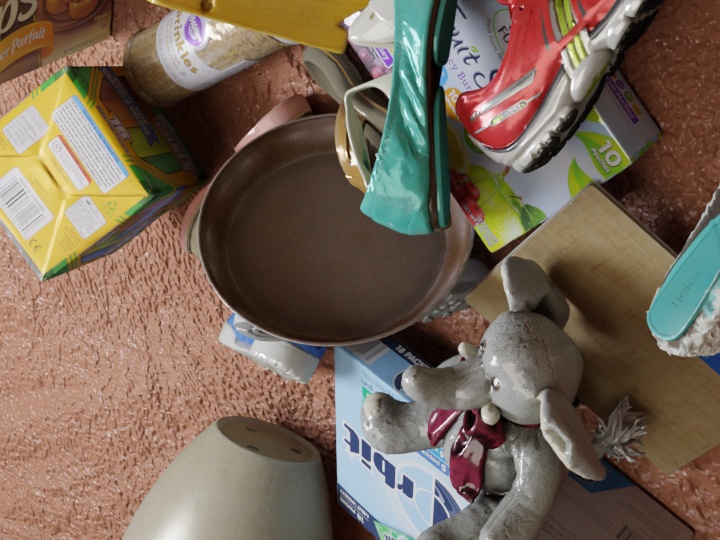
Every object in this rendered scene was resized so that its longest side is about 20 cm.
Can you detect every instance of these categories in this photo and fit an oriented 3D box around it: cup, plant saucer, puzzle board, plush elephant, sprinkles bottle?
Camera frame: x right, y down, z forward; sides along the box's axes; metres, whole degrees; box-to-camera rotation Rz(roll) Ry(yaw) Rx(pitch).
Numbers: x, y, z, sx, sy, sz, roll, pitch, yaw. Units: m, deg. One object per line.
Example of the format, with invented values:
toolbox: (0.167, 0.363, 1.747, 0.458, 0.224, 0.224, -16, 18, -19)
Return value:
cup: (-0.105, 0.218, 1.182, 0.199, 0.200, 0.145, 24, 100, 29)
plant saucer: (-0.017, -0.026, 0.938, 0.199, 0.200, 0.032, 32, 154, 22)
puzzle board: (0.187, 0.043, 0.888, 0.200, 0.017, 0.151, 40, 136, -5)
plush elephant: (0.092, 0.091, 0.862, 0.198, 0.166, 0.156, -16, 136, 3)
sprinkles bottle: (-0.103, -0.183, 0.999, 0.199, 0.068, 0.069, -16, 104, 46)

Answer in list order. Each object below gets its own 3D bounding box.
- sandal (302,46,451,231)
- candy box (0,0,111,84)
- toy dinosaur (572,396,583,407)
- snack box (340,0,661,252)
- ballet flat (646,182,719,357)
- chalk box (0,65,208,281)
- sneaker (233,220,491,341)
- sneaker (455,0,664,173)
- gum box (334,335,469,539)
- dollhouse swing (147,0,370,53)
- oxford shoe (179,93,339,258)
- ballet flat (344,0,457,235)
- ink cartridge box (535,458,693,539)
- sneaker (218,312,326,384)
sandal: (0.004, -0.090, 0.917, 0.200, 0.054, 0.081, 52, 175, 36)
candy box: (-0.285, -0.217, 1.044, 0.055, 0.200, 0.116, 31, 132, 23)
toy dinosaur: (0.124, 0.083, 0.980, 0.088, 0.047, 0.201, 48, 134, 17)
snack box: (0.088, -0.131, 0.872, 0.142, 0.053, 0.201, -35, 90, 46)
ballet flat: (0.244, -0.031, 0.783, 0.072, 0.072, 0.201, 37, 115, 18)
chalk box: (-0.219, -0.089, 1.097, 0.123, 0.200, 0.125, -35, 93, 14)
sneaker: (0.000, 0.000, 0.972, 0.077, 0.198, 0.081, 97, 168, -68)
sneaker: (0.123, -0.155, 0.764, 0.085, 0.077, 0.201, 36, 106, 10)
gum box: (0.049, 0.163, 1.056, 0.169, 0.044, 0.201, 36, 143, 33)
dollhouse swing: (-0.062, -0.269, 0.885, 0.180, 0.176, 0.202, 14, 101, -4)
oxford shoe: (-0.085, -0.056, 1.061, 0.074, 0.071, 0.200, 48, 137, 3)
ballet flat: (0.025, -0.123, 0.803, 0.070, 0.067, 0.203, 4, 97, 9)
ink cartridge box: (0.140, 0.226, 0.937, 0.115, 0.200, 0.068, 38, 135, 17)
sneaker: (-0.058, 0.029, 1.095, 0.076, 0.112, 0.200, 29, 173, -10)
